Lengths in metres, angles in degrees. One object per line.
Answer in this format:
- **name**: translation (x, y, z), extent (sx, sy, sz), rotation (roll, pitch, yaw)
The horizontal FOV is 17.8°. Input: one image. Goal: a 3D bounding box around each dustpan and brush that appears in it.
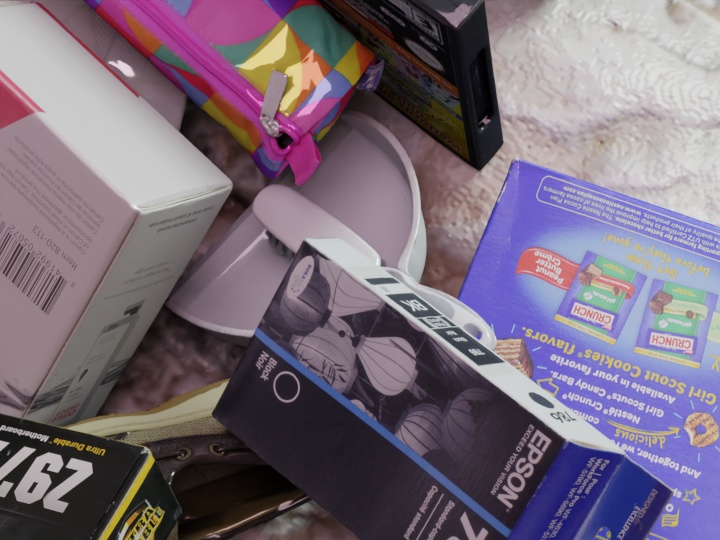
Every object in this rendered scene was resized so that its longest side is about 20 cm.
- **dustpan and brush**: translation (0.000, 0.000, 1.100), extent (0.200, 0.057, 0.140), rotation (35, 77, 35)

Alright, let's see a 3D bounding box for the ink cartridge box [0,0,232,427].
- **ink cartridge box**: translation (-0.174, -0.004, 1.086), extent (0.146, 0.083, 0.201), rotation (42, 117, 17)

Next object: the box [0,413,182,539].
- **box**: translation (-0.197, 0.132, 0.988), extent (0.199, 0.050, 0.160), rotation (10, 52, 30)

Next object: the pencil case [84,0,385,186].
- **pencil case**: translation (-0.081, -0.134, 1.111), extent (0.200, 0.088, 0.088), rotation (42, 78, -5)

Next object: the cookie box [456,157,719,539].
- **cookie box**: translation (0.114, 0.072, 1.090), extent (0.170, 0.075, 0.201), rotation (20, 73, 13)

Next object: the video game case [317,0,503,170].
- **video game case**: translation (-0.015, -0.146, 1.122), extent (0.200, 0.181, 0.026), rotation (39, 80, 16)

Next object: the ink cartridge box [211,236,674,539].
- **ink cartridge box**: translation (0.032, 0.079, 1.014), extent (0.199, 0.039, 0.100), rotation (36, 107, 23)

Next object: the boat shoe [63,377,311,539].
- **boat shoe**: translation (-0.102, 0.107, 1.073), extent (0.199, 0.074, 0.065), rotation (-24, 45, -19)

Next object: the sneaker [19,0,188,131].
- **sneaker**: translation (-0.133, -0.144, 1.200), extent (0.115, 0.074, 0.201), rotation (5, 59, -14)
